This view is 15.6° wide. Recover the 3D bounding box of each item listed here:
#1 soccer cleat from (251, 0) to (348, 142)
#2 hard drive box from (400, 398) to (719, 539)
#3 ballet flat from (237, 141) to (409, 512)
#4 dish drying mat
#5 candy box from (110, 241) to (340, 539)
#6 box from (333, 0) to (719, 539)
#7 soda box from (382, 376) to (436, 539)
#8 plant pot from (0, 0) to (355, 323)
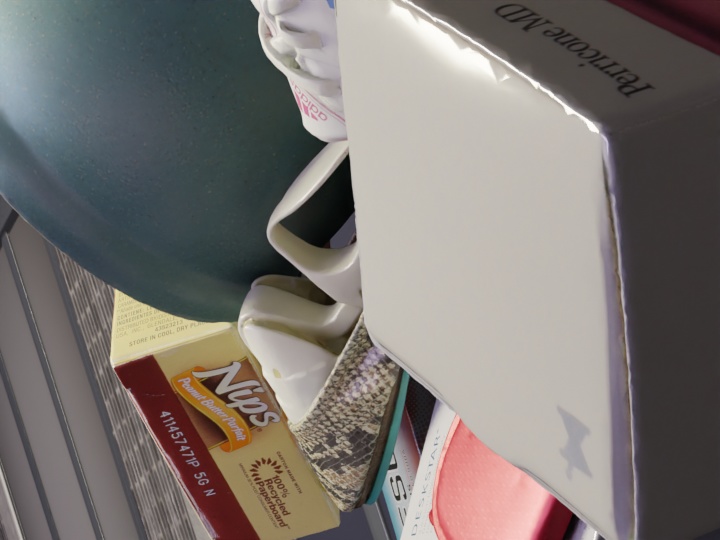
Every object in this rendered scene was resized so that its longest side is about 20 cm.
[{"bbox_3d":[-0.008,-0.085,0.696,0.200,0.086,0.070,40,-164,-18],"label":"soccer cleat"},{"bbox_3d":[0.088,0.035,0.835,0.200,0.076,0.157,155,131,-73],"label":"hard drive box"},{"bbox_3d":[0.000,0.000,0.911,0.068,0.075,0.201,-94,22,-49],"label":"ballet flat"},{"bbox_3d":[0.067,-0.004,0.751,0.201,0.018,0.077,-68,23,12],"label":"dish drying mat"},{"bbox_3d":[-0.053,0.003,1.072,0.201,0.055,0.116,-94,-17,-50],"label":"candy box"},{"bbox_3d":[0.110,-0.035,0.635,0.128,0.199,0.110,38,141,52],"label":"box"},{"bbox_3d":[0.049,0.092,1.123,0.068,0.063,0.201,156,99,-72],"label":"soda box"},{"bbox_3d":[-0.051,-0.102,0.951,0.134,0.200,0.201,-39,61,26],"label":"plant pot"}]
